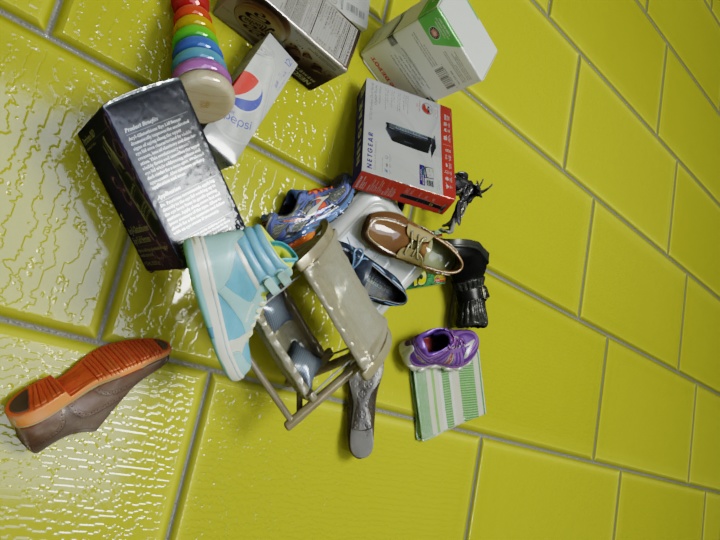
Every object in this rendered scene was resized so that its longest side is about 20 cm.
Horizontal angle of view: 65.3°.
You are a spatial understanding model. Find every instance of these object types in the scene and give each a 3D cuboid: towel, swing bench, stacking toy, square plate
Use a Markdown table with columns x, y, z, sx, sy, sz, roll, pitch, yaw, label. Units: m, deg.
| x | y | z | sx | sy | sz | roll | pitch | yaw | label |
| --- | --- | --- | --- | --- | --- | --- | --- | --- | --- |
| 0.179 | 0.241 | 1.135 | 0.195 | 0.023 | 0.159 | -8 | 93 | -38 | towel |
| -0.074 | 0.074 | 0.808 | 0.196 | 0.130 | 0.202 | -31 | 109 | 4 | swing bench |
| -0.220 | -0.306 | 0.761 | 0.083 | 0.085 | 0.207 | 8 | 60 | -38 | stacking toy |
| 0.019 | -0.021 | 0.971 | 0.200 | 0.028 | 0.200 | -44 | 114 | -12 | square plate |

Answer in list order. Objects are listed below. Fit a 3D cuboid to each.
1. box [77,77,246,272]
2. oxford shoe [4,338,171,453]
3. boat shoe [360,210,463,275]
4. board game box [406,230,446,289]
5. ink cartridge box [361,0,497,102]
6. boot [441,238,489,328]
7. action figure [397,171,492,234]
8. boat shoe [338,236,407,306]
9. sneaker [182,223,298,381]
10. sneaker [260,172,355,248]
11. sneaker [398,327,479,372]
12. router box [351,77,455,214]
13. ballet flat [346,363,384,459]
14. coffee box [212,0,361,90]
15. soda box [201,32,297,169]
| x | y | z | sx | sy | sz | roll | pitch | yaw | label |
| --- | --- | --- | --- | --- | --- | --- | --- | --- | --- |
| -0.251 | -0.113 | 0.713 | 0.103 | 0.146 | 0.206 | -33 | 108 | -33 | box |
| -0.326 | 0.150 | 0.703 | 0.196 | 0.070 | 0.075 | -26 | 124 | -32 | oxford shoe |
| 0.095 | -0.044 | 0.946 | 0.194 | 0.073 | 0.078 | 18 | 92 | -28 | boat shoe |
| 0.088 | -0.018 | 1.068 | 0.195 | 0.023 | 0.109 | -8 | 96 | -39 | board game box |
| 0.117 | -0.384 | 0.992 | 0.146 | 0.197 | 0.086 | 46 | 60 | -28 | ink cartridge box |
| 0.202 | 0.029 | 1.099 | 0.209 | 0.077 | 0.165 | 19 | 75 | -54 | boot |
| 0.150 | -0.138 | 1.061 | 0.192 | 0.120 | 0.105 | 0 | 122 | -20 | action figure |
| 0.000 | 0.000 | 0.911 | 0.194 | 0.068 | 0.087 | 19 | 92 | -27 | boat shoe |
| -0.129 | 0.038 | 0.682 | 0.127 | 0.080 | 0.206 | -19 | 128 | -17 | sneaker |
| -0.080 | -0.104 | 0.901 | 0.200 | 0.074 | 0.080 | -46 | 112 | -32 | sneaker |
| 0.166 | 0.146 | 1.073 | 0.195 | 0.083 | 0.083 | -4 | 62 | -39 | sneaker |
| 0.076 | -0.215 | 0.974 | 0.173 | 0.049 | 0.207 | 13 | 60 | -19 | router box |
| 0.005 | 0.220 | 0.982 | 0.065 | 0.046 | 0.209 | 5 | 79 | -7 | ballet flat |
| -0.109 | -0.380 | 0.860 | 0.197 | 0.111 | 0.082 | 30 | 71 | -35 | coffee box |
| -0.174 | -0.248 | 0.831 | 0.063 | 0.067 | 0.204 | 40 | 66 | -30 | soda box |
